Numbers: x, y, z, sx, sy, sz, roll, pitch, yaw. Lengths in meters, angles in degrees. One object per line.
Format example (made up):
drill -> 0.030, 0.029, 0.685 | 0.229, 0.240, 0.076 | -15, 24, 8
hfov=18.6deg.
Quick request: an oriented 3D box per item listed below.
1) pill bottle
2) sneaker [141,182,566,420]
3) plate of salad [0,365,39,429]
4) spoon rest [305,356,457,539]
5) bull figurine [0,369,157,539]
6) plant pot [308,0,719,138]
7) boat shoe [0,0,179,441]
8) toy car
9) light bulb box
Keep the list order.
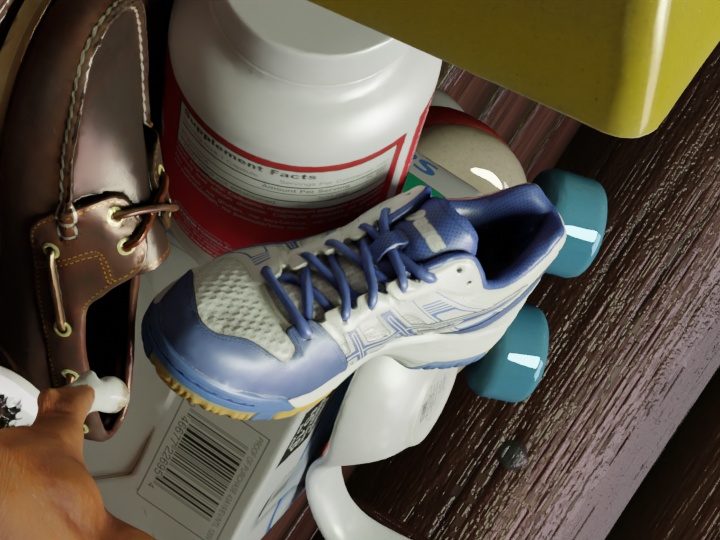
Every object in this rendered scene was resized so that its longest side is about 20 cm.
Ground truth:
pill bottle -> -0.026, -0.077, 0.918 | 0.112, 0.112, 0.200 | -54, 172, -24
sneaker -> 0.000, 0.000, 0.892 | 0.200, 0.075, 0.088 | -15, 153, -45
plate of salad -> -0.172, 0.125, 0.784 | 0.200, 0.048, 0.201 | -24, 126, -37
spoon rest -> 0.007, 0.084, 1.122 | 0.099, 0.061, 0.200 | -52, 158, -41
bull figurine -> -0.073, 0.129, 0.743 | 0.065, 0.200, 0.121 | -30, -171, 19
plant pot -> 0.060, -0.198, 0.716 | 0.200, 0.200, 0.177 | -50, 160, -41
boat shoe -> -0.098, -0.020, 0.800 | 0.070, 0.070, 0.200 | -46, 159, -43
toy car -> 0.023, -0.041, 1.340 | 0.200, 0.184, 0.177 | -107, -146, -59
light bulb box -> -0.059, 0.035, 1.132 | 0.200, 0.125, 0.198 | -44, 165, -56
